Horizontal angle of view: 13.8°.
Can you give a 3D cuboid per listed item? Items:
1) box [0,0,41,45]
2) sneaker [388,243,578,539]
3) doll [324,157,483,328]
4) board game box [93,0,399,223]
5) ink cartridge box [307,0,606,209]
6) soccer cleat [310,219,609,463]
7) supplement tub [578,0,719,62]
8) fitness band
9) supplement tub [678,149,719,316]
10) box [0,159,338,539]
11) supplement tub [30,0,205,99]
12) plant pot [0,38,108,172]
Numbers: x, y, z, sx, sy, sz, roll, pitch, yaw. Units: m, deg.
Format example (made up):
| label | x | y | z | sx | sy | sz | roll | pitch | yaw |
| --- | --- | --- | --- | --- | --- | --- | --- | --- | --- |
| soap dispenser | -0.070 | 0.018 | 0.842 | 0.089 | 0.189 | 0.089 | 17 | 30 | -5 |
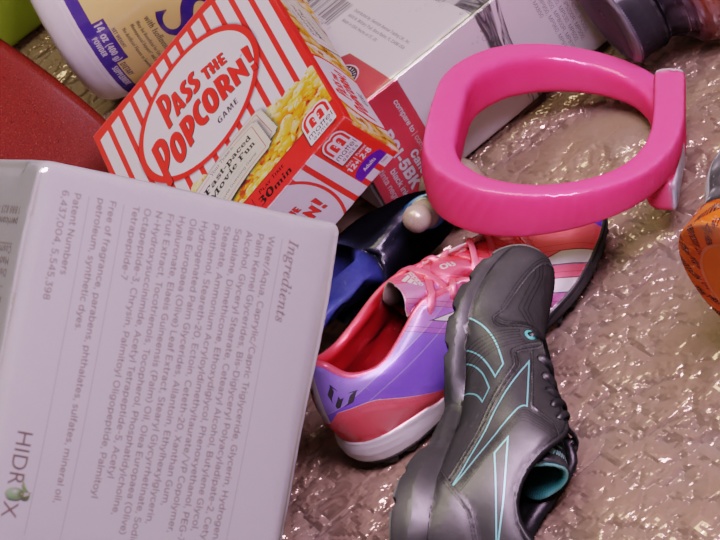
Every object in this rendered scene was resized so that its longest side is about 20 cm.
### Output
| label | x | y | z | sx | sy | sz | roll | pitch | yaw |
| --- | --- | --- | --- | --- | --- | --- | --- | --- | --- |
| box | -0.229 | -0.251 | 2.112 | 0.200 | 0.122 | 0.048 | -40 | 31 | -11 |
| sneaker | 0.078 | 0.077 | 1.511 | 0.079 | 0.075 | 0.200 | 3 | 58 | 24 |
| doll | 0.000 | 0.000 | 1.663 | 0.200 | 0.048 | 0.136 | -45 | 6 | -31 |
| board game box | -0.070 | -0.072 | 1.709 | 0.152 | 0.046 | 0.200 | -49 | 35 | 14 |
| ink cartridge box | 0.043 | -0.142 | 1.793 | 0.200 | 0.083 | 0.147 | -39 | 35 | -10 |
| soccer cleat | 0.053 | 0.015 | 1.596 | 0.200 | 0.073 | 0.068 | -43 | 35 | -15 |
| supplement tub | 0.218 | -0.206 | 1.716 | 0.200 | 0.107 | 0.107 | -36 | 34 | -7 |
| fitness band | 0.108 | -0.075 | 1.642 | 0.143 | 0.037 | 0.200 | 2 | 29 | 8 |
| supplement tub | 0.256 | -0.055 | 1.481 | 0.200 | 0.123 | 0.122 | -45 | 36 | -20 |
| box | -0.141 | 0.052 | 1.519 | 0.199 | 0.171 | 0.200 | 6 | 83 | 62 |
| supplement tub | -0.115 | -0.216 | 1.958 | 0.200 | 0.145 | 0.145 | -27 | 34 | 8 |
| plant pot | -0.277 | -0.047 | 1.844 | 0.200 | 0.176 | 0.200 | -3 | 43 | 35 |
